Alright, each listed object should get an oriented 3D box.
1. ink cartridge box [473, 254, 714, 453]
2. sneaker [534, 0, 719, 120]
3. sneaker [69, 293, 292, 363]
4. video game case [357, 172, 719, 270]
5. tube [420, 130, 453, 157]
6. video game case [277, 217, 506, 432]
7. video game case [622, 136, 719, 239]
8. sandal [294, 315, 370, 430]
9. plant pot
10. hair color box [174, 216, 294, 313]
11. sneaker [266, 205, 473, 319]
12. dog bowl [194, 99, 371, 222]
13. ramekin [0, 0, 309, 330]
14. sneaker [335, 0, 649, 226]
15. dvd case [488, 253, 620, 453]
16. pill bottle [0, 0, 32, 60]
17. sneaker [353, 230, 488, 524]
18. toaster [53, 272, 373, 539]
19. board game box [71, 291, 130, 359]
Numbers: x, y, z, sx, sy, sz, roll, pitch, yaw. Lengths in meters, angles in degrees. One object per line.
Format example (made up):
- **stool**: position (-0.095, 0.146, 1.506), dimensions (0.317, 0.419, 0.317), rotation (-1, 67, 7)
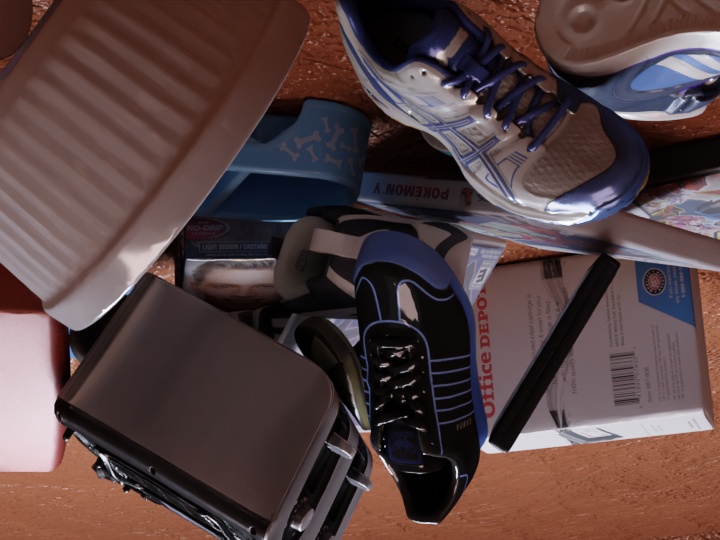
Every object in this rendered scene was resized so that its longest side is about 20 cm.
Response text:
- **ink cartridge box**: position (0.185, 0.067, 1.496), dimensions (0.198, 0.146, 0.084), rotation (-8, 163, 16)
- **sneaker**: position (0.199, -0.137, 0.983), dimensions (0.198, 0.081, 0.146), rotation (-13, 169, 18)
- **sneaker**: position (-0.136, 0.075, 1.355), dimensions (0.199, 0.076, 0.116), rotation (6, 152, -27)
- **video game case**: position (0.123, -0.034, 1.240), dimensions (0.199, 0.023, 0.182), rotation (13, 177, -39)
- **tube**: position (0.104, -0.082, 1.188), dimensions (0.077, 0.051, 0.200), rotation (-2, 170, 29)
- **video game case**: position (0.012, 0.044, 1.353), dimensions (0.199, 0.023, 0.183), rotation (5, 119, -55)
- **video game case**: position (0.282, -0.058, 1.318), dimensions (0.199, 0.026, 0.181), rotation (-11, 161, 22)
- **sandal**: position (0.013, 0.075, 1.221), dimensions (0.057, 0.080, 0.201), rotation (-42, 149, 0)
- **plant pot**: position (-0.276, 0.003, 1.155), dimensions (0.198, 0.201, 0.176), rotation (3, 153, -21)
- **hair color box**: position (-0.089, -0.005, 1.360), dimensions (0.099, 0.061, 0.200), rotation (-1, 162, -8)
- **sneaker**: position (0.000, 0.000, 1.215), dimensions (0.129, 0.080, 0.199), rotation (13, 177, -2)
- **dog bowl**: position (-0.088, -0.072, 1.166), dimensions (0.198, 0.050, 0.111), rotation (5, 161, -22)
- **ramekin**: position (-0.126, -0.080, 0.895), dimensions (0.105, 0.201, 0.200), rotation (36, 150, -14)
- **sneaker**: position (0.061, -0.093, 0.952), dimensions (0.199, 0.076, 0.088), rotation (31, 170, 29)
- **dvd case**: position (0.132, 0.056, 1.238), dimensions (0.017, 0.143, 0.200), rotation (31, 180, 6)
- **pill bottle**: position (-0.261, -0.114, 0.909), dimensions (0.199, 0.105, 0.104), rotation (-15, 159, 34)
- **sneaker**: position (0.035, 0.071, 1.119), dimensions (0.070, 0.078, 0.201), rotation (0, 131, 25)
- **toaster**: position (-0.095, 0.108, 1.177), dimensions (0.199, 0.119, 0.181), rotation (27, 165, 18)
- **board game box**: position (-0.222, 0.020, 1.415), dimensions (0.198, 0.039, 0.158), rotation (13, 151, 1)
